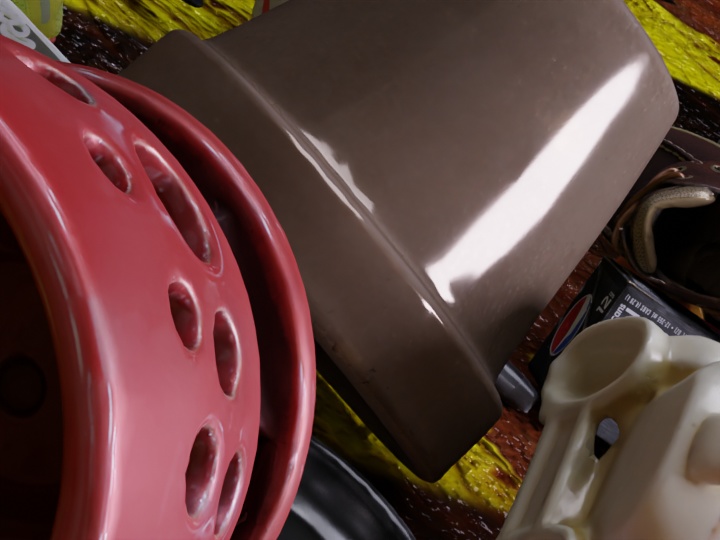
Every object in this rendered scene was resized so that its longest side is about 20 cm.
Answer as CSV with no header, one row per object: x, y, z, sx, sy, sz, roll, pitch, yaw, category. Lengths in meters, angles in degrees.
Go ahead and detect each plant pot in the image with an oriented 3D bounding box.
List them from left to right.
-0.114,0.031,0.718,0.200,0.201,0.182,41,16,16,plant pot
0.027,-0.046,1.071,0.201,0.174,0.200,50,-4,5,plant pot

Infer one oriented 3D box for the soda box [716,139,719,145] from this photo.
0.234,0.008,1.277,0.063,0.068,0.201,1,47,-36,soda box

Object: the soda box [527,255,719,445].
0.178,0.079,1.279,0.199,0.071,0.063,34,9,-11,soda box

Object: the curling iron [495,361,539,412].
0.000,0.000,1.252,0.200,0.026,0.050,40,40,-3,curling iron

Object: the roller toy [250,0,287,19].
0.042,-0.141,1.405,0.139,0.183,0.200,26,23,-24,roller toy

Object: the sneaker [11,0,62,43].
-0.195,-0.148,1.209,0.078,0.091,0.200,-27,36,-28,sneaker

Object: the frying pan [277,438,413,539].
-0.001,0.122,0.925,0.115,0.031,0.190,4,44,-55,frying pan

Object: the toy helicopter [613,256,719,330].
0.215,0.043,1.361,0.200,0.132,0.079,52,2,11,toy helicopter

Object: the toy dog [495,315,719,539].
0.167,0.110,1.019,0.199,0.194,0.140,33,55,-17,toy dog

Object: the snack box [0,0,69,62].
-0.127,-0.058,1.065,0.200,0.037,0.116,46,-12,28,snack box

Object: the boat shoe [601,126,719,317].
0.152,-0.021,1.258,0.072,0.072,0.200,30,12,-44,boat shoe

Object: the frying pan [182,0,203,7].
-0.153,-0.198,1.444,0.190,0.031,0.115,38,19,-3,frying pan

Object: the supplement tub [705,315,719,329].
0.256,0.049,1.441,0.200,0.107,0.107,38,19,4,supplement tub
